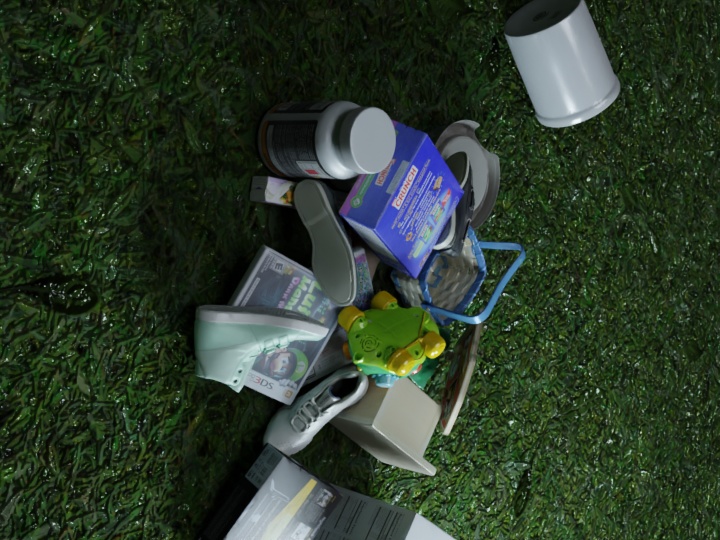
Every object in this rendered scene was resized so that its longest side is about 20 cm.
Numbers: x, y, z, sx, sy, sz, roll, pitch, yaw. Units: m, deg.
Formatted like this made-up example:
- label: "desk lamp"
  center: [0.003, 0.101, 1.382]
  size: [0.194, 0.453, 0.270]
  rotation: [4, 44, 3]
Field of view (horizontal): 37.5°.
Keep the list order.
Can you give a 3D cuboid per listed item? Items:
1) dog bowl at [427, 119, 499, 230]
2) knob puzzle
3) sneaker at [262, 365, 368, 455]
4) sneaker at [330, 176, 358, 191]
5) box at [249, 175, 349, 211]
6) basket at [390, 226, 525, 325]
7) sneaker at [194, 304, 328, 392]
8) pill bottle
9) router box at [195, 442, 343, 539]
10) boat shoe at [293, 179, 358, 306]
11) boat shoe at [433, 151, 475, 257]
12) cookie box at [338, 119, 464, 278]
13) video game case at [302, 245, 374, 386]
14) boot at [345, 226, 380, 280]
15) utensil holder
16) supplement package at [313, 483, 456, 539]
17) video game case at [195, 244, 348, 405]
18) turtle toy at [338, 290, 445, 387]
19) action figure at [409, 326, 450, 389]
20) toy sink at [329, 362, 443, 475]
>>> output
- label: "dog bowl"
  center: [0.167, -0.169, 1.896]
  size: [0.200, 0.059, 0.201]
  rotation: [-7, 99, -45]
- label: "knob puzzle"
  center: [0.158, 0.185, 1.818]
  size: [0.030, 0.220, 0.220]
  rotation: [17, 80, -3]
- label: "sneaker"
  center: [-0.072, 0.213, 1.648]
  size: [0.200, 0.087, 0.075]
  rotation: [-41, 83, -11]
- label: "sneaker"
  center: [0.045, -0.148, 1.744]
  size: [0.200, 0.099, 0.078]
  rotation: [4, 92, -46]
- label: "box"
  center: [-0.085, -0.114, 1.658]
  size: [0.200, 0.041, 0.039]
  rotation: [8, 90, -47]
- label: "basket"
  center: [0.163, 0.011, 1.810]
  size: [0.176, 0.200, 0.139]
  rotation: [-52, 136, -32]
- label: "sneaker"
  center: [-0.148, 0.116, 1.537]
  size: [0.200, 0.074, 0.119]
  rotation: [5, 99, -22]
- label: "pill bottle"
  center: [-0.051, -0.193, 1.569]
  size: [0.116, 0.200, 0.117]
  rotation: [-8, 101, -44]
- label: "router box"
  center: [-0.141, 0.385, 1.622]
  size: [0.200, 0.052, 0.157]
  rotation: [-53, 130, -8]
- label: "boat shoe"
  center: [-0.040, -0.044, 1.604]
  size: [0.062, 0.073, 0.201]
  rotation: [-3, 71, -60]
- label: "boat shoe"
  center: [0.161, -0.108, 1.782]
  size: [0.066, 0.074, 0.200]
  rotation: [40, 45, -36]
- label: "cookie box"
  center: [0.068, -0.108, 1.648]
  size: [0.172, 0.075, 0.200]
  rotation: [-61, 151, -10]
- label: "video game case"
  center: [-0.064, 0.079, 1.665]
  size: [0.200, 0.024, 0.183]
  rotation: [-25, 119, -22]
- label: "boot"
  center: [0.000, 0.000, 1.745]
  size: [0.200, 0.070, 0.147]
  rotation: [-6, 103, -41]
- label: "utensil holder"
  center: [0.379, -0.402, 2.009]
  size: [0.170, 0.170, 0.200]
  rotation: [-49, 124, -29]
- label: "supplement package"
  center: [0.027, 0.465, 1.731]
  size: [0.152, 0.200, 0.151]
  rotation: [42, 66, -41]
- label: "video game case"
  center: [-0.126, 0.086, 1.599]
  size: [0.182, 0.023, 0.200]
  rotation: [30, 90, -36]
- label: "turtle toy"
  center: [0.055, 0.112, 1.663]
  size: [0.200, 0.146, 0.101]
  rotation: [-22, 143, -43]
- label: "action figure"
  center: [0.073, 0.117, 1.839]
  size: [0.200, 0.055, 0.118]
  rotation: [37, 71, -46]
- label: "toy sink"
  center: [0.050, 0.244, 1.778]
  size: [0.200, 0.130, 0.112]
  rotation: [43, 65, -39]
